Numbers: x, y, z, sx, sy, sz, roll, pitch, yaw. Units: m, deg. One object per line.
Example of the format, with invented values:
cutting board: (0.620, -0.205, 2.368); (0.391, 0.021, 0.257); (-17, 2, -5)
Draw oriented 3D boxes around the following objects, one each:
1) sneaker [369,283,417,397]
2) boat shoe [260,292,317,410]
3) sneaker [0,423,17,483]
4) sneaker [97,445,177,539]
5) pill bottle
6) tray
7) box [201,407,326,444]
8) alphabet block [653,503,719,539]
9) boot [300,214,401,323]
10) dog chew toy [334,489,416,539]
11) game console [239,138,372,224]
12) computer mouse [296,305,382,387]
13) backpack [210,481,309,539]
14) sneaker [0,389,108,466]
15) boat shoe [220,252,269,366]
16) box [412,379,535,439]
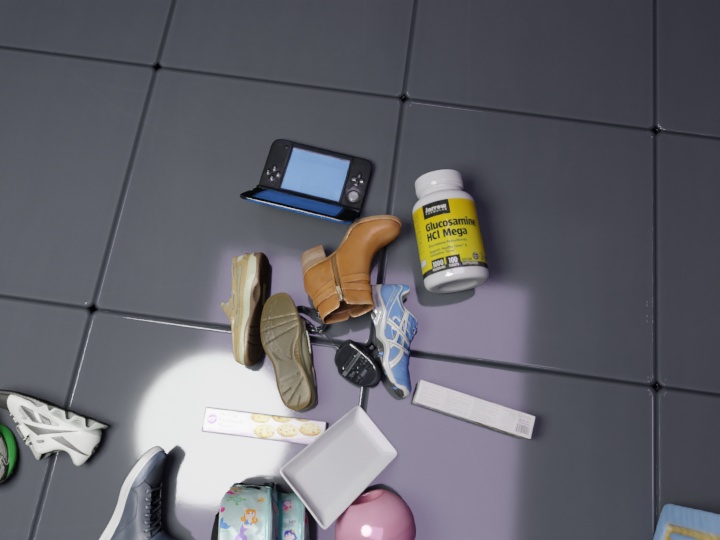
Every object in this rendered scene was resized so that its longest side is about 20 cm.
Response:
sneaker: (0.063, 0.113, 0.989); (0.077, 0.076, 0.200); (-11, 76, 1)
boat shoe: (-0.116, 0.137, 0.990); (0.073, 0.063, 0.201); (-22, 72, 10)
sneaker: (-0.625, 0.257, 0.935); (0.078, 0.085, 0.200); (-31, 78, -9)
sneaker: (-0.309, 0.389, 0.898); (0.146, 0.077, 0.203); (21, 84, 17)
pill bottle: (0.153, -0.069, 1.023); (0.112, 0.112, 0.200); (-8, 74, -3)
tray: (-0.031, 0.302, 0.912); (0.107, 0.022, 0.200); (48, 40, 11)
box: (-0.155, 0.257, 0.957); (0.200, 0.039, 0.041); (8, 74, 1)
alphabet block: (0.550, 0.475, 0.834); (0.200, 0.196, 0.196); (23, 77, 5)
boot: (0.000, 0.000, 0.995); (0.200, 0.074, 0.155); (-28, 47, 5)
dog chew toy: (0.037, 0.441, 0.878); (0.124, 0.125, 0.200); (-17, 83, -5)
game console: (-0.090, -0.163, 1.044); (0.200, 0.118, 0.171); (14, 75, 3)
computer mouse: (-0.042, 0.128, 1.011); (0.200, 0.034, 0.059); (41, 103, 15)
backpack: (-0.149, 0.400, 0.841); (0.150, 0.200, 0.178); (-1, 73, -2)
sneaker: (-0.521, 0.254, 0.942); (0.200, 0.074, 0.089); (20, 73, 5)
boat shoe: (-0.205, 0.067, 1.011); (0.076, 0.072, 0.200); (-3, 66, 13)
box: (0.189, 0.233, 0.976); (0.200, 0.039, 0.041); (16, 73, 4)
